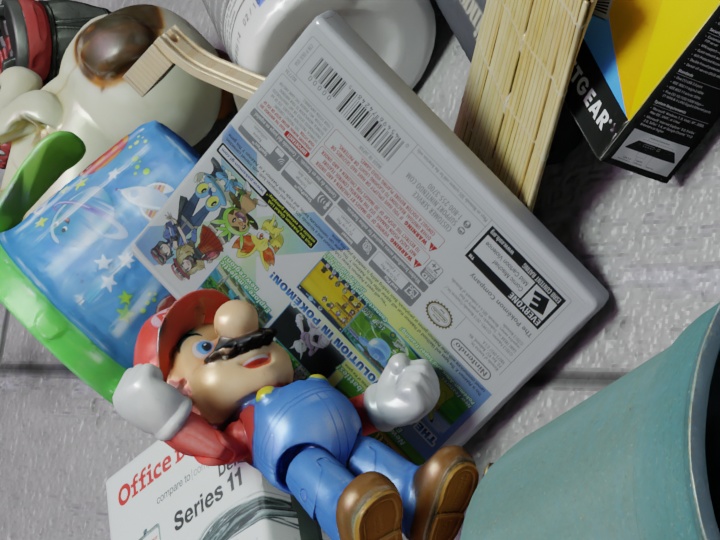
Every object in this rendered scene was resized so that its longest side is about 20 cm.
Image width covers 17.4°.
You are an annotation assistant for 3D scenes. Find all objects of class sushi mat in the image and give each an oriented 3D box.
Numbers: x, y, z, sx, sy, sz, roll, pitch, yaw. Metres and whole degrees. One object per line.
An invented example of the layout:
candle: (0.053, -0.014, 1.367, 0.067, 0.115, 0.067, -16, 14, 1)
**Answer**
sushi mat: (0.075, -0.086, 1.165, 0.201, 0.012, 0.096, 103, 151, -45)

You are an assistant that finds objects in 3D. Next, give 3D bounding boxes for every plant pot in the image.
plant pot: (0.150, 0.109, 0.929, 0.196, 0.199, 0.202, -31, 54, 54)

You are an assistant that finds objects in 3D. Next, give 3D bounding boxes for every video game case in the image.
video game case: (0.000, 0.000, 1.197, 0.200, 0.022, 0.182, 46, 122, 5)

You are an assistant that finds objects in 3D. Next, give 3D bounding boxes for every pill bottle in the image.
pill bottle: (-0.041, -0.181, 1.343, 0.114, 0.113, 0.200, -54, 41, 26)

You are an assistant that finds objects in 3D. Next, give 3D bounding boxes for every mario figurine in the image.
mario figurine: (-0.038, 0.061, 1.153, 0.199, 0.123, 0.106, 30, 86, 38)

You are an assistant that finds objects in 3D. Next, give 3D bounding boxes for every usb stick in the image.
usb stick: (0.070, -0.133, 1.240, 0.201, 0.032, 0.056, -114, 33, -43)

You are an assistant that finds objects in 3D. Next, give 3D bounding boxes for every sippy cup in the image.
sippy cup: (-0.125, -0.008, 1.323, 0.130, 0.178, 0.140, -46, 1, 2)

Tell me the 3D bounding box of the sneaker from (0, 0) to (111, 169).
sneaker: (-0.208, -0.124, 1.588, 0.201, 0.097, 0.071, 127, 132, -63)

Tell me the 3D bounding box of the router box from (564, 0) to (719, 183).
router box: (0.138, -0.164, 1.146, 0.149, 0.051, 0.201, -54, 39, 27)

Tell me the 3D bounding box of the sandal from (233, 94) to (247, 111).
sandal: (-0.043, -0.074, 1.356, 0.082, 0.054, 0.201, -51, 42, 29)

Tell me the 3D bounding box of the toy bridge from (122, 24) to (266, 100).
toy bridge: (-0.038, -0.054, 1.263, 0.200, 0.027, 0.067, 47, 127, -1)

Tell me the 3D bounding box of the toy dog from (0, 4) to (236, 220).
toy dog: (-0.161, -0.069, 1.445, 0.194, 0.139, 0.201, 37, 104, 56)

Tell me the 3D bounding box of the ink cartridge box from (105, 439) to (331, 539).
ink cartridge box: (-0.060, 0.176, 1.263, 0.146, 0.083, 0.201, -39, 48, 39)

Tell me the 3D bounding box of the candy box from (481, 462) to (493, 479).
candy box: (0.051, 0.196, 1.081, 0.117, 0.056, 0.201, -27, -46, -84)
